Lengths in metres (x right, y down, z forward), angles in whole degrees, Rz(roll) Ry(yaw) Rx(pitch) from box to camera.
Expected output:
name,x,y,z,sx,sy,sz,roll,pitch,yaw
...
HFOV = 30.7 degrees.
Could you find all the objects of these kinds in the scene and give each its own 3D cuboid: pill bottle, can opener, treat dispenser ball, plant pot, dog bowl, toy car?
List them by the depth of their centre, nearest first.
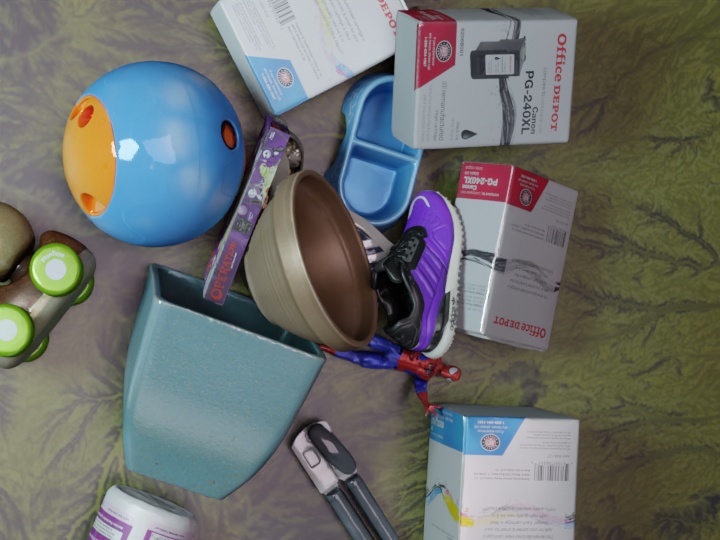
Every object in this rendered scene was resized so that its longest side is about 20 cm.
name,x,y,z,sx,sy,sz,roll,pitch,yaw
toy car,-0.402,-0.009,1.413,0.199,0.164,0.158,39,81,-2
treat dispenser ball,-0.224,-0.127,1.428,0.199,0.201,0.203,0,90,-14
plant pot,-0.064,0.000,1.430,0.092,0.201,0.203,-19,96,18
plant pot,-0.173,0.133,1.457,0.194,0.196,0.202,20,98,-14
pill bottle,-0.267,0.353,1.467,0.111,0.112,0.202,24,84,-13
can opener,-0.012,0.269,1.555,0.053,0.067,0.201,-34,98,-11
dog bowl,0.024,-0.141,1.571,0.110,0.050,0.202,16,87,-14

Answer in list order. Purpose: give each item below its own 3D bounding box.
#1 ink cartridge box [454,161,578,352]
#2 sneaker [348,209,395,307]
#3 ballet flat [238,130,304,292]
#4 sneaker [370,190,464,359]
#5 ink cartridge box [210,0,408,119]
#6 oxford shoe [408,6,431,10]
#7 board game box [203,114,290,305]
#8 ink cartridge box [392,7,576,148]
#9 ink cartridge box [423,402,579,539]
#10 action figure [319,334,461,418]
name,x,y,z,sx,sy,sz,roll,pitch,yaw
ink cartridge box,0.173,-0.015,1.562,0.145,0.083,0.202,15,86,-48
sneaker,0.000,0.000,1.547,0.199,0.075,0.085,35,68,-12
ballet flat,-0.105,-0.068,1.531,0.067,0.064,0.202,8,89,-9
sneaker,0.059,-0.007,1.497,0.099,0.069,0.202,16,63,-33
ink cartridge box,-0.053,-0.287,1.533,0.199,0.085,0.146,-29,98,-11
oxford shoe,0.139,-0.280,1.594,0.199,0.071,0.074,24,80,-24
board game box,-0.128,-0.070,1.455,0.032,0.120,0.202,21,100,-6
ink cartridge box,0.144,-0.223,1.511,0.198,0.083,0.147,-5,109,-17
ink cartridge box,0.164,0.267,1.560,0.146,0.145,0.202,4,89,-14
action figure,0.034,0.111,1.551,0.198,0.099,0.066,15,108,-16
